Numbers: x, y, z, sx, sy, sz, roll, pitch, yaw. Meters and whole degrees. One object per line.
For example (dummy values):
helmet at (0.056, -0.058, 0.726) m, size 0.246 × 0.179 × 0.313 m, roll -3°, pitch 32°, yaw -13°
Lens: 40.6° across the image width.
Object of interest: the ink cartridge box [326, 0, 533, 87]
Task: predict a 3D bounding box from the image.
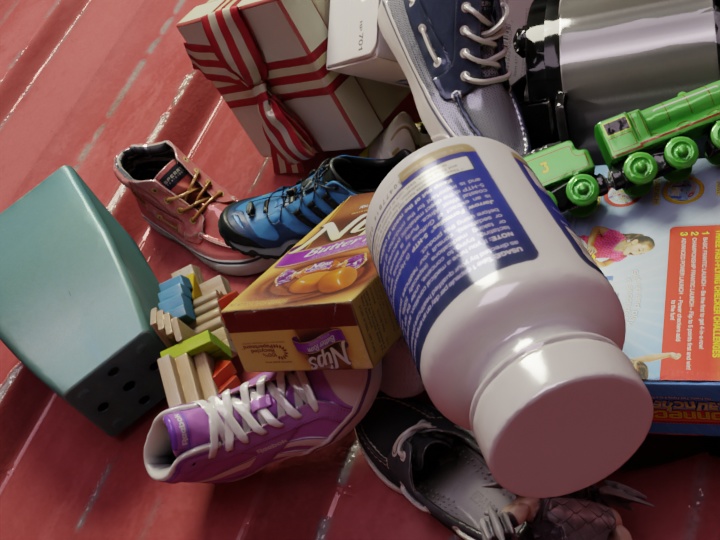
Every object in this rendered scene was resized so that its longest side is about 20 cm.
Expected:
ink cartridge box at (0.075, -0.239, 0.870) m, size 0.086 × 0.198 × 0.148 m, roll 3°, pitch 89°, yaw 57°

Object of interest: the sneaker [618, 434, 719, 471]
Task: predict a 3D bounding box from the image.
sneaker at (0.253, 0.104, 0.631) m, size 0.198 × 0.075 × 0.107 m, roll -23°, pitch 45°, yaw 5°

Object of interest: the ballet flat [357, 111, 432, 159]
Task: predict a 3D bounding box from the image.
ballet flat at (0.068, -0.123, 0.908) m, size 0.198 × 0.067 × 0.067 m, roll -12°, pitch 51°, yaw 17°

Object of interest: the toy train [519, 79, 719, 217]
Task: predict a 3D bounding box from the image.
toy train at (0.193, -0.083, 0.663) m, size 0.198 × 0.042 × 0.057 m, roll -21°, pitch 74°, yaw 5°

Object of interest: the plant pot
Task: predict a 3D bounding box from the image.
plant pot at (-0.251, 0.041, 0.889) m, size 0.141 × 0.142 × 0.200 m, roll -38°, pitch 55°, yaw -7°

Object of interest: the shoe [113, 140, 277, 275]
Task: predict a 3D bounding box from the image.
shoe at (-0.163, -0.064, 0.954) m, size 0.199 × 0.091 × 0.072 m, roll 23°, pitch 66°, yaw 37°

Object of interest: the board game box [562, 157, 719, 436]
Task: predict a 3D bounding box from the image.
board game box at (0.184, 0.012, 0.655) m, size 0.194 × 0.056 × 0.201 m, roll -1°, pitch 47°, yaw 24°

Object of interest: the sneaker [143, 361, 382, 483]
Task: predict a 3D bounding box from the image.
sneaker at (-0.080, 0.110, 0.720) m, size 0.200 × 0.114 × 0.073 m, roll -38°, pitch 64°, yaw 27°

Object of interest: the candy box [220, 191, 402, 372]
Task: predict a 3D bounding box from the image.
candy box at (0.000, 0.000, 0.734) m, size 0.116 × 0.057 × 0.200 m, roll -6°, pitch 24°, yaw 33°

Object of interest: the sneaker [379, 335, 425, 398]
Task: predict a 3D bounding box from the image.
sneaker at (0.016, 0.040, 0.804) m, size 0.113 × 0.076 × 0.199 m, roll -35°, pitch 27°, yaw -31°

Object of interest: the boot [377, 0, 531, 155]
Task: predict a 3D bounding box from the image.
boot at (0.080, -0.158, 0.714) m, size 0.072 × 0.091 × 0.201 m, roll -15°, pitch 65°, yaw -33°

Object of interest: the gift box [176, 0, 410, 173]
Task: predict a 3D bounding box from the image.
gift box at (-0.055, -0.212, 0.952) m, size 0.199 × 0.185 × 0.187 m, roll -4°, pitch 39°, yaw 50°

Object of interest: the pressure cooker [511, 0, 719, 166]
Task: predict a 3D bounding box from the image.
pressure cooker at (0.211, -0.149, 0.780) m, size 0.198 × 0.176 × 0.181 m, roll -5°, pitch 70°, yaw 23°

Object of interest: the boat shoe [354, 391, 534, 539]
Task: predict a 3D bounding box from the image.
boat shoe at (0.058, 0.143, 0.704) m, size 0.074 × 0.060 × 0.200 m, roll -41°, pitch 48°, yaw -8°

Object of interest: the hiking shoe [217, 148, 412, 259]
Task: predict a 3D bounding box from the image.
hiking shoe at (-0.035, -0.069, 0.877) m, size 0.198 × 0.087 × 0.075 m, roll -9°, pitch 48°, yaw 1°

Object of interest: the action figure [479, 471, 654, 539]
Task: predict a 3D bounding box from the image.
action figure at (0.129, 0.198, 0.591) m, size 0.129 × 0.069 × 0.202 m, roll 9°, pitch 74°, yaw -5°

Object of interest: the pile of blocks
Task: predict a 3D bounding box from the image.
pile of blocks at (-0.136, 0.045, 0.847) m, size 0.062 × 0.082 × 0.201 m, roll -25°, pitch 38°, yaw 6°

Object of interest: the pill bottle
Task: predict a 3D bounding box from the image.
pill bottle at (0.082, 0.023, 0.561) m, size 0.119 × 0.120 × 0.201 m, roll -26°, pitch 41°, yaw 4°
